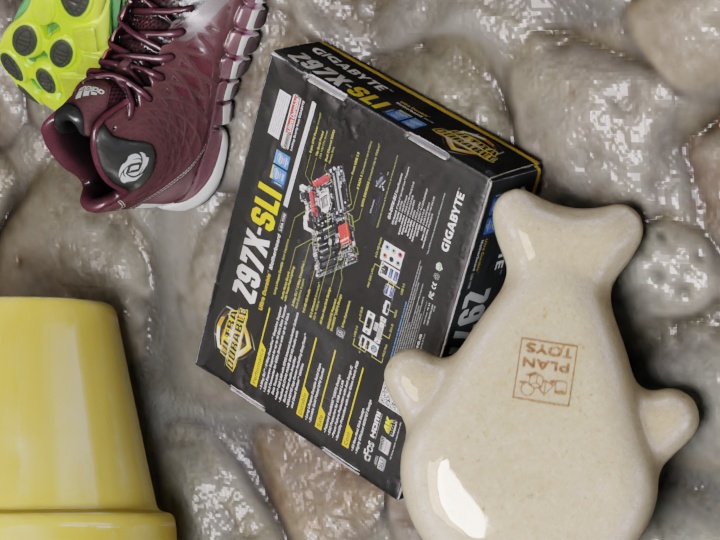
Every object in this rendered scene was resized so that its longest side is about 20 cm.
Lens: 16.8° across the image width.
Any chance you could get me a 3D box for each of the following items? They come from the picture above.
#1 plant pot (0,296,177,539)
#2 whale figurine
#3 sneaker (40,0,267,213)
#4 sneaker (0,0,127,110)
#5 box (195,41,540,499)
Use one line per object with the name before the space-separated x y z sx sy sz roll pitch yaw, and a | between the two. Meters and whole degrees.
plant pot | -0.209 0.115 1.435 0.201 0.201 0.189 -8 81 41
whale figurine | 0.092 0.063 1.234 0.159 0.104 0.200 7 86 5
sneaker | -0.117 -0.118 1.337 0.076 0.115 0.200 23 115 34
sneaker | -0.155 -0.166 1.390 0.074 0.084 0.200 27 138 9
box | 0.000 0.000 1.316 0.160 0.049 0.200 32 120 32
